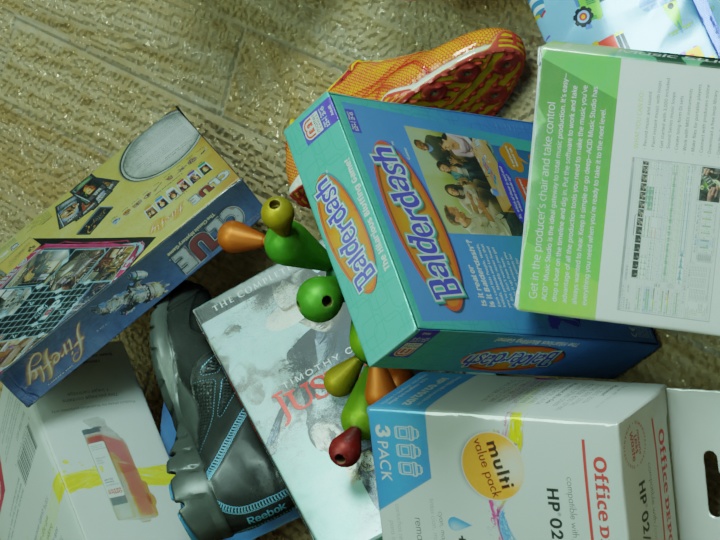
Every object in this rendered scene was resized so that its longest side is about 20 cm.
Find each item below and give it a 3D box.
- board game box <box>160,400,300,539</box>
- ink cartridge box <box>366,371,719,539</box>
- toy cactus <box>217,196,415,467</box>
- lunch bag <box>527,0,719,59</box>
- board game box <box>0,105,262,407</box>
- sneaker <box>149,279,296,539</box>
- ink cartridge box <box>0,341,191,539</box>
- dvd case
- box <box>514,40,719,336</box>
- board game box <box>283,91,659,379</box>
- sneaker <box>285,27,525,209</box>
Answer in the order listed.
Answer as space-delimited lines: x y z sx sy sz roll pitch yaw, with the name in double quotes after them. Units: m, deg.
-0.050 0.092 1.752 0.200 0.039 0.158 -28 60 38 "board game box"
0.110 0.123 1.507 0.200 0.068 0.115 1 107 31 "ink cartridge box"
0.000 0.000 1.606 0.102 0.165 0.200 -7 106 31 "toy cactus"
0.205 -0.152 1.488 0.200 0.094 0.151 -33 64 26 "lunch bag"
-0.168 -0.011 1.783 0.200 0.035 0.136 -39 33 -2 "board game box"
-0.083 0.085 1.721 0.082 0.073 0.200 -17 51 4 "sneaker"
-0.176 0.170 1.799 0.145 0.083 0.200 111 144 -45 "ink cartridge box"
0.002 0.068 1.649 0.146 0.022 0.200 -28 58 -2 "dvd case"
0.187 -0.039 1.433 0.200 0.036 0.145 8 102 12 "box"
0.064 -0.017 1.525 0.045 0.200 0.152 -39 59 37 "board game box"
0.019 -0.107 1.674 0.200 0.073 0.077 -28 57 38 "sneaker"
